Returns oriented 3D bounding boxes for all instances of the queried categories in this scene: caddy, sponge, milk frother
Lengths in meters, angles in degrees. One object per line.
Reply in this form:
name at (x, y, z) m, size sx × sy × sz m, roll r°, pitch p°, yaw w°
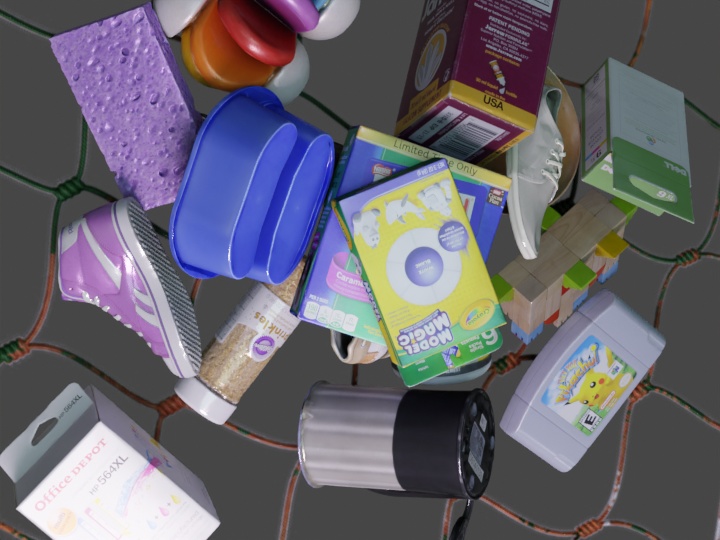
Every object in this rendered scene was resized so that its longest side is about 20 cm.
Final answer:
caddy at (-0.114, -0.080, 1.514) m, size 0.141 × 0.105 × 0.201 m, roll 11°, pitch 101°, yaw -58°
sponge at (-0.223, -0.163, 1.552) m, size 0.111 × 0.030 × 0.201 m, roll -16°, pitch 110°, yaw 20°
milk frother at (0.035, 0.230, 1.628) m, size 0.187 × 0.200 × 0.181 m, roll 1°, pitch 130°, yaw 23°

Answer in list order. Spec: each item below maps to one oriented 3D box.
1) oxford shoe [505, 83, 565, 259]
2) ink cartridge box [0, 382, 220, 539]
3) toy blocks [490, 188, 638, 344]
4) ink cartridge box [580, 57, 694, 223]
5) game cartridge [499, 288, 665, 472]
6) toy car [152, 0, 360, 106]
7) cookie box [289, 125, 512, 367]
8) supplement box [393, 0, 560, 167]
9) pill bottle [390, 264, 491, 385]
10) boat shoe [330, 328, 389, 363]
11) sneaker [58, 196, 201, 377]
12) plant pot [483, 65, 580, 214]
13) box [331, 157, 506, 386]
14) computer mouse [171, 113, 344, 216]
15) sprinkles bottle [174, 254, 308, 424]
oxford shoe at (0.183, -0.110, 1.589) m, size 0.057 × 0.075 × 0.201 m, roll -2°, pitch 69°, yaw 16°
ink cartridge box at (-0.268, 0.228, 1.608) m, size 0.129 × 0.125 × 0.200 m, roll -46°, pitch 110°, yaw -1°
toy blocks at (0.219, 0.006, 1.693) m, size 0.200 × 0.137 × 0.100 m, roll -40°, pitch 66°, yaw -18°
ink cartridge box at (0.294, -0.126, 1.645) m, size 0.103 × 0.201 × 0.059 m, roll 22°, pitch 137°, yaw -19°
game cartridge at (0.252, 0.125, 1.754) m, size 0.133 × 0.040 × 0.200 m, roll 36°, pitch 92°, yaw -35°
toy car at (-0.096, -0.264, 1.525) m, size 0.175 × 0.150 × 0.200 m, roll 37°, pitch 92°, yaw -19°
cookie box at (0.040, -0.025, 1.541) m, size 0.170 × 0.075 × 0.201 m, roll 18°, pitch 90°, yaw -12°
supplement box at (0.122, -0.223, 1.563) m, size 0.103 × 0.131 × 0.201 m, roll 21°, pitch 66°, yaw -18°
pill bottle at (0.081, 0.015, 1.660) m, size 0.111 × 0.112 × 0.201 m, roll -9°, pitch 105°, yaw -13°
boat shoe at (0.000, 0.000, 1.605) m, size 0.068 × 0.075 × 0.201 m, roll -16°, pitch 103°, yaw -45°
sneaker at (-0.245, 0.031, 1.596) m, size 0.114 × 0.073 × 0.201 m, roll -21°, pitch 101°, yaw 13°
plant pot at (0.145, -0.152, 1.643) m, size 0.199 × 0.027 × 0.201 m, roll 8°, pitch 72°, yaw -24°
box at (0.061, 0.004, 1.485) m, size 0.117 × 0.048 × 0.201 m, roll -23°, pitch 100°, yaw -9°
computer mouse at (-0.101, -0.079, 1.623) m, size 0.199 × 0.046 × 0.141 m, roll 10°, pitch 100°, yaw -17°
sprinkles bottle at (-0.115, 0.067, 1.642) m, size 0.068 × 0.068 × 0.200 m, roll 37°, pitch 91°, yaw -20°
